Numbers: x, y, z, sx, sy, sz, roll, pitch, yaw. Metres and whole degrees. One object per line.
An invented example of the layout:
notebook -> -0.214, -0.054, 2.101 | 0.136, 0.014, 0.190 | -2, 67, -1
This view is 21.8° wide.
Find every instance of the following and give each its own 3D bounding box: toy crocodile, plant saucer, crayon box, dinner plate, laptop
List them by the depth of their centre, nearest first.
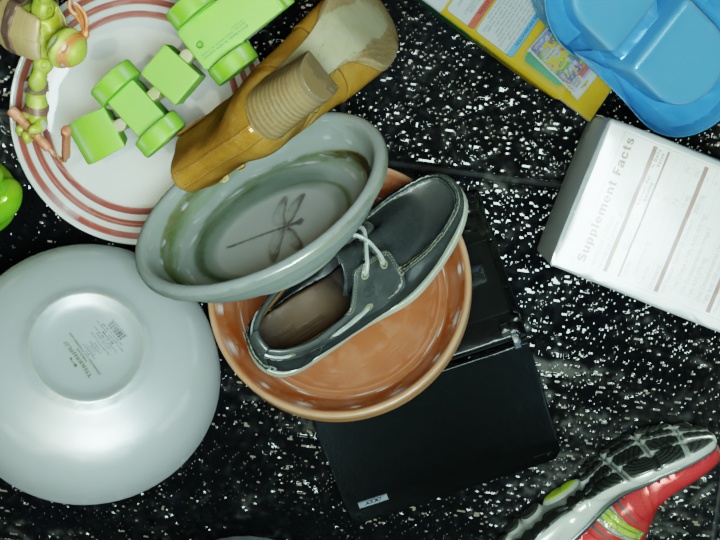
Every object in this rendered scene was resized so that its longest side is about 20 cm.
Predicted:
plant saucer -> -0.064, -0.034, 1.339 | 0.199, 0.200, 0.050 | -27, 122, 3
crayon box -> 0.125, -0.216, 1.373 | 0.200, 0.052, 0.126 | 32, 95, -29
toy crocodile -> -0.134, -0.148, 1.374 | 0.200, 0.062, 0.068 | -42, 93, 8
plant saucer -> -0.015, 0.016, 1.403 | 0.199, 0.032, 0.201 | -2, 72, 7
dinner plate -> -0.167, -0.120, 1.425 | 0.199, 0.024, 0.201 | 0, 95, 0
laptop -> 0.042, 0.068, 1.450 | 0.176, 0.103, 0.201 | -18, 70, 2

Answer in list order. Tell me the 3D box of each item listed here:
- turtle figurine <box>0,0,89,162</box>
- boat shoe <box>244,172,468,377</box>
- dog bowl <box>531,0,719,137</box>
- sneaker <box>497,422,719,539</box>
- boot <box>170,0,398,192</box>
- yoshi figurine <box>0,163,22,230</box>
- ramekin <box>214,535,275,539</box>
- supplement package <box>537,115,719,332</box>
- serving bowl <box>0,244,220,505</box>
turtle figurine -> -0.250, -0.190, 1.359 | 0.161, 0.064, 0.201 | 29, 135, 29
boat shoe -> 0.000, 0.000, 1.355 | 0.200, 0.068, 0.072 | -40, 74, -8
dog bowl -> 0.202, -0.184, 1.361 | 0.200, 0.050, 0.112 | 37, 93, -31
sneaker -> 0.197, 0.192, 1.438 | 0.200, 0.077, 0.085 | -35, 106, 10
boot -> -0.060, -0.134, 1.371 | 0.144, 0.201, 0.071 | -29, 103, 31
yoshi figurine -> -0.325, -0.014, 1.416 | 0.200, 0.112, 0.112 | -40, 54, 18
ramekin -> -0.091, 0.301, 1.430 | 0.199, 0.098, 0.202 | 0, 96, 1
supplement package -> 0.247, -0.026, 1.385 | 0.199, 0.117, 0.118 | 22, 96, -1
serving bowl -> -0.199, 0.066, 1.364 | 0.199, 0.066, 0.201 | 3, 67, -8
